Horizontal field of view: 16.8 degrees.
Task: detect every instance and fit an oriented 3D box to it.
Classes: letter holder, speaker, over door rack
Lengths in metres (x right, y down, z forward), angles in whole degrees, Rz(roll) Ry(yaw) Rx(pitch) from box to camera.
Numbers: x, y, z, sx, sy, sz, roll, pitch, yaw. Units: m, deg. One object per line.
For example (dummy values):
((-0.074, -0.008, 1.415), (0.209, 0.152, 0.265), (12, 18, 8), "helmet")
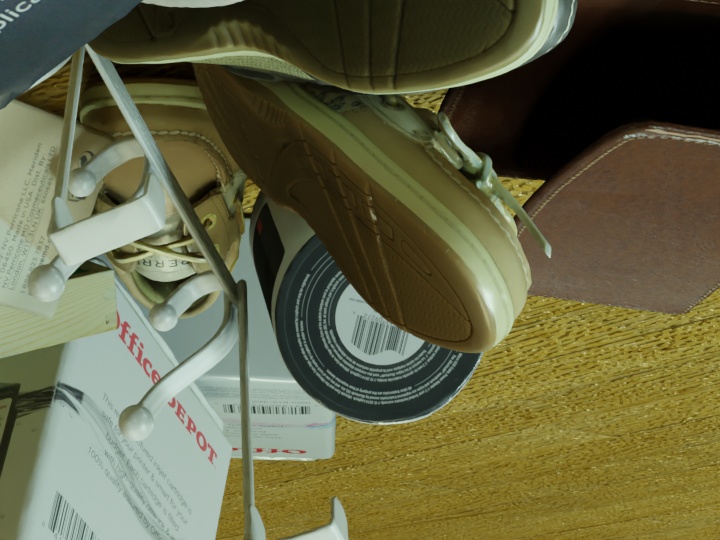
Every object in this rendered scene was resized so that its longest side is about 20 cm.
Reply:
((0.074, -0.062, 0.822), (0.142, 0.101, 0.200), (6, 165, -8), "letter holder")
((0.000, 0.000, 0.963), (0.081, 0.081, 0.200), (3, -170, -6), "speaker")
((-0.081, 0.003, 0.832), (0.067, 0.200, 0.148), (-29, 119, 0), "over door rack")

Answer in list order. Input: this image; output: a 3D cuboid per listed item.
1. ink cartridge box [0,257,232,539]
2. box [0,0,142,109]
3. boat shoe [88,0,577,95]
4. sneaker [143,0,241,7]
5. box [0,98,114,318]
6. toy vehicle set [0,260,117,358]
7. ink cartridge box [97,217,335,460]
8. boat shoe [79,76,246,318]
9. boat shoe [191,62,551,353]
((-0.135, 0.116, 1.069), (0.083, 0.200, 0.145), (-13, 133, 21), "ink cartridge box")
((-0.131, -0.113, 0.474), (0.197, 0.118, 0.200), (-34, 153, 17), "box")
((-0.006, -0.091, 0.770), (0.201, 0.072, 0.066), (5, -176, 43), "boat shoe")
((-0.014, -0.125, 0.672), (0.200, 0.071, 0.080), (-2, 150, 23), "sneaker")
((-0.197, -0.049, 0.891), (0.095, 0.078, 0.200), (20, 180, 39), "box")
((-0.209, 0.007, 1.041), (0.124, 0.027, 0.200), (-14, -162, -36), "toy vehicle set")
((-0.084, 0.038, 1.246), (0.145, 0.083, 0.200), (2, 165, -1), "ink cartridge box")
((-0.078, -0.028, 1.029), (0.074, 0.067, 0.200), (1, 165, 4), "boat shoe")
((0.007, -0.041, 0.818), (0.063, 0.200, 0.073), (-28, 128, -14), "boat shoe")
